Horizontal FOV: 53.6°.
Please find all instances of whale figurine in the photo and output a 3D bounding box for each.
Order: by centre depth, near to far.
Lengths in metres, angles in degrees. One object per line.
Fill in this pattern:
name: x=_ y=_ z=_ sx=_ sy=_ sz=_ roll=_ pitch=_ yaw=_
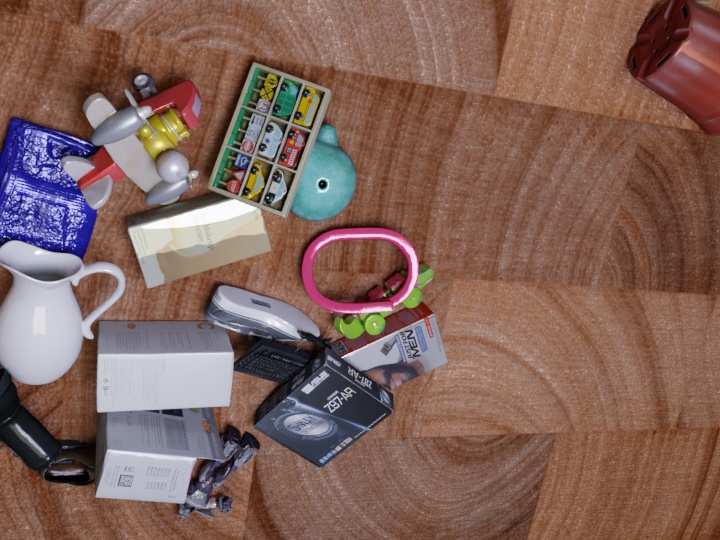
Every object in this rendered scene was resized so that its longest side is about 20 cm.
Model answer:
whale figurine: x=-0.093 y=-0.164 z=1.101 sx=0.159 sy=0.104 sz=0.200 roll=-46 pitch=110 yaw=1

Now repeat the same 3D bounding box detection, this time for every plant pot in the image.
plant pot: x=0.595 y=-0.366 z=1.247 sx=0.194 sy=0.201 sz=0.202 roll=21 pitch=101 yaw=-17

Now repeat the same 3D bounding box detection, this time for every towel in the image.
towel: x=-0.450 y=-0.100 z=1.023 sx=0.147 sy=0.050 sz=0.201 roll=17 pitch=102 yaw=-24

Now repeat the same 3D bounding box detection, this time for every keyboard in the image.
keyboard: x=-0.115 y=0.145 z=1.191 sx=0.127 sy=0.021 sz=0.200 roll=-41 pitch=150 yaw=11

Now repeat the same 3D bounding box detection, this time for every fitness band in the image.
fitness band: x=0.000 y=0.000 z=1.200 sx=0.199 sy=0.037 sz=0.145 roll=-2 pitch=88 yaw=-6

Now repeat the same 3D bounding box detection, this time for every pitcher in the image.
pitcher: x=-0.437 y=0.066 z=1.034 sx=0.170 sy=0.121 sz=0.201 roll=7 pitch=121 yaw=-19

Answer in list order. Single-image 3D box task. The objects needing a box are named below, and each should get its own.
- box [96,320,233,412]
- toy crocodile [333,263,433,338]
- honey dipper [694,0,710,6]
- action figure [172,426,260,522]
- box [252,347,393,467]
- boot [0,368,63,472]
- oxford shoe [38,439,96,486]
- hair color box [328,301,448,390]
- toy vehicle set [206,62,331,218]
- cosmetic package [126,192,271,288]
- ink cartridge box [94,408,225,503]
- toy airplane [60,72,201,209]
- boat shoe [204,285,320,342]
box: x=-0.310 y=0.147 z=1.124 sx=0.199 sy=0.124 sz=0.098 roll=1 pitch=109 yaw=-20
toy crocodile: x=0.042 y=0.052 z=1.252 sx=0.200 sy=0.068 sz=0.062 roll=-36 pitch=117 yaw=-5
honey dipper: x=0.616 y=-0.547 z=1.268 sx=0.038 sy=0.038 sz=0.201 roll=-1 pitch=106 yaw=-20
action figure: x=-0.265 y=0.367 z=1.254 sx=0.130 sy=0.069 sz=0.200 roll=35 pitch=98 yaw=-32
box: x=-0.065 y=0.245 z=1.247 sx=0.160 sy=0.044 sz=0.200 roll=38 pitch=117 yaw=-22
boot: x=-0.506 y=0.226 z=1.046 sx=0.073 sy=0.198 sz=0.163 roll=-44 pitch=110 yaw=-29
oxford shoe: x=-0.421 y=0.320 z=1.169 sx=0.199 sy=0.084 sz=0.073 roll=-4 pitch=109 yaw=-21
hair color box: x=0.049 y=0.152 z=1.294 sx=0.199 sy=0.064 sz=0.111 roll=-24 pitch=117 yaw=-9
toy vehicle set: x=-0.134 y=-0.192 z=1.056 sx=0.124 sy=0.027 sz=0.201 roll=19 pitch=88 yaw=4
cosmetic package: x=-0.248 y=-0.056 z=1.102 sx=0.199 sy=0.071 sz=0.106 roll=-19 pitch=114 yaw=-13
ink cartridge box: x=-0.319 y=0.270 z=1.121 sx=0.175 sy=0.200 sz=0.084 roll=13 pitch=105 yaw=-23
toy airplane: x=-0.302 y=-0.158 z=0.980 sx=0.200 sy=0.141 sz=0.200 roll=-28 pitch=147 yaw=-55
boat shoe: x=-0.163 y=0.089 z=1.188 sx=0.199 sy=0.072 sz=0.068 roll=21 pitch=114 yaw=-32
